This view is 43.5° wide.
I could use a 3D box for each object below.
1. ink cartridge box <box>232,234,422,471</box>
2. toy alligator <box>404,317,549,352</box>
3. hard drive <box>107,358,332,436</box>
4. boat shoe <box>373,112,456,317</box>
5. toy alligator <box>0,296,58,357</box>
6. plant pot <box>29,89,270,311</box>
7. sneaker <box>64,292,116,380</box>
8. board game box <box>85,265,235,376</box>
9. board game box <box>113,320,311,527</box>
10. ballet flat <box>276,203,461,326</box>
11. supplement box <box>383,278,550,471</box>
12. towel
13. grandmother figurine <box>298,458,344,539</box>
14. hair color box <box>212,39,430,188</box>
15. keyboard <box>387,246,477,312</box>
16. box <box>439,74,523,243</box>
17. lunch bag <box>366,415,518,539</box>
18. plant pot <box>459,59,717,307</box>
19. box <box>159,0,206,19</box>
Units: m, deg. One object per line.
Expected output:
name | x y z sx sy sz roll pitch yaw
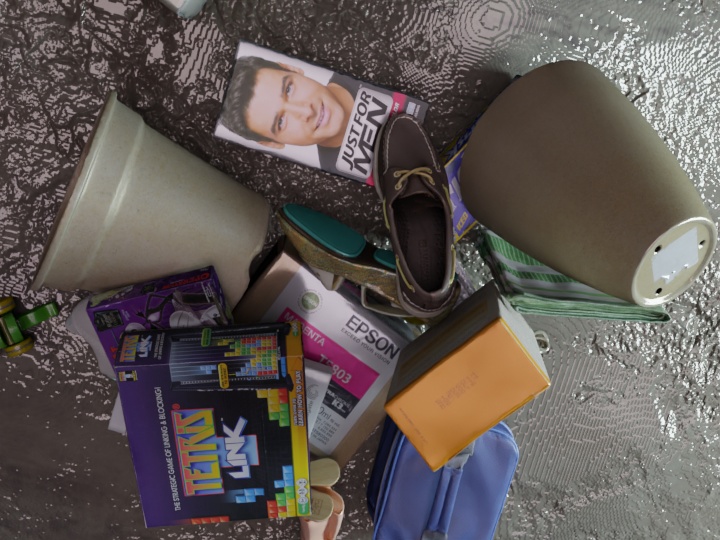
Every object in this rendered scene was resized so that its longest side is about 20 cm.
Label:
ink cartridge box | -0.051 0.089 0.965 0.199 0.075 0.165 36 100 -10
toy alligator | 0.105 0.049 0.973 0.198 0.054 0.060 25 65 -6
hard drive | -0.143 0.130 0.917 0.198 0.027 0.133 18 105 -8
boat shoe | 0.053 -0.060 0.842 0.071 0.060 0.202 -5 74 -4
toy alligator | -0.416 0.078 0.948 0.198 0.054 0.060 -19 104 1
plant pot | -0.195 -0.044 0.878 0.182 0.201 0.202 22 101 -21
sneaker | -0.231 0.105 0.968 0.088 0.075 0.201 -31 108 25
board game box | -0.166 0.097 0.853 0.119 0.032 0.202 -12 122 6
board game box | -0.130 0.146 0.840 0.163 0.057 0.202 -4 123 -5
ballet flat | 0.000 0.000 0.891 0.198 0.071 0.071 23 102 6
supplement box | 0.097 0.088 0.824 0.126 0.200 0.074 -39 93 11
towel | 0.200 0.001 0.895 0.151 0.200 0.024 5 109 -5
grandmother figurine | -0.046 0.295 0.982 0.060 0.122 0.201 13 139 12
hair color box | -0.040 -0.155 0.914 0.198 0.061 0.100 17 101 -7
keyboard | 0.103 0.048 0.922 0.056 0.011 0.201 -33 97 4
box | 0.120 -0.105 0.935 0.070 0.064 0.200 44 98 -12
lunch bag | 0.089 0.222 0.976 0.134 0.132 0.202 12 103 -7
plant pot | 0.221 -0.064 0.826 0.186 0.200 0.189 -17 132 -20
box | -0.209 -0.338 0.824 0.199 0.128 0.109 37 98 -12
